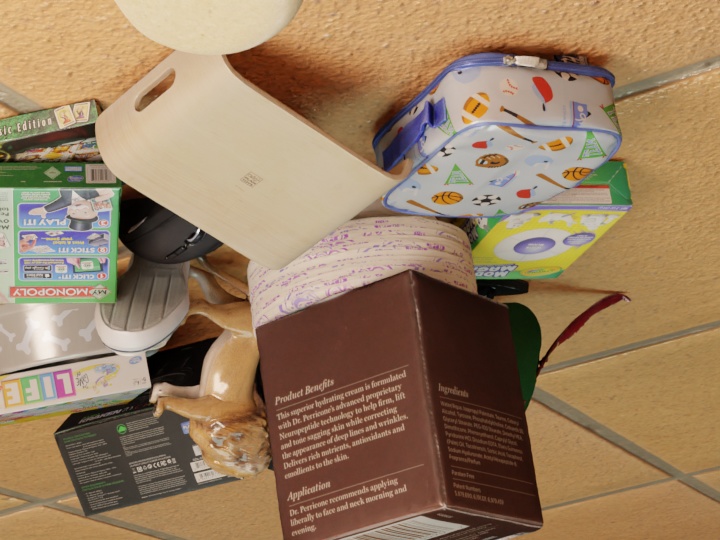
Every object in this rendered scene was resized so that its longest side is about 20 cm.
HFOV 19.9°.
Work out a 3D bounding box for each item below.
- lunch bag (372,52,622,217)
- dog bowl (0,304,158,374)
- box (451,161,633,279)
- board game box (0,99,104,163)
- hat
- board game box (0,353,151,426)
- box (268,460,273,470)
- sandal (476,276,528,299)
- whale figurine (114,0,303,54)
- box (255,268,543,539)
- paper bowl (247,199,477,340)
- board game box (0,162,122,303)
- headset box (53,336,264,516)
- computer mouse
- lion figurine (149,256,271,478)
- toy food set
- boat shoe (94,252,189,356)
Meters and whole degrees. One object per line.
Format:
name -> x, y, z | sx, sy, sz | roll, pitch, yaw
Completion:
lunch bag -> 0.101, -0.105, 1.588 | 0.159, 0.076, 0.200 | 4, 158, -23
dog bowl -> -0.272, 0.061, 1.861 | 0.198, 0.059, 0.200 | -11, 173, -1
box -> 0.149, -0.038, 1.828 | 0.116, 0.049, 0.200 | -1, 161, -18
board game box -> -0.281, -0.084, 1.576 | 0.198, 0.024, 0.105 | -11, 162, 7
hat -> 0.167, 0.051, 2.008 | 0.176, 0.166, 0.200 | -43, -169, 5
board game box -> -0.298, 0.114, 1.850 | 0.198, 0.035, 0.134 | -10, 173, -17
box -> -0.039, 0.111, 1.971 | 0.051, 0.159, 0.200 | 19, 165, -1
sandal -> 0.072, 0.034, 1.955 | 0.198, 0.046, 0.075 | -8, 164, 28
whale figurine -> -0.116, -0.216, 1.200 | 0.199, 0.105, 0.159 | 33, 143, -24
box -> 0.033, 0.130, 1.710 | 0.165, 0.202, 0.164 | -19, 158, 31
paper bowl -> 0.000, 0.000, 1.789 | 0.198, 0.105, 0.201 | -7, 159, -3
board game box -> -0.286, -0.027, 1.581 | 0.198, 0.029, 0.135 | 0, 140, -10
headset box -> -0.180, 0.144, 2.018 | 0.172, 0.094, 0.200 | -14, -165, 18
computer mouse -> -0.161, -0.040, 1.643 | 0.140, 0.047, 0.199 | 19, 164, -38
lion figurine -> -0.119, 0.085, 1.850 | 0.121, 0.202, 0.072 | 13, -172, -16
toy food set -> -0.078, -0.090, 1.512 | 0.199, 0.061, 0.143 | 31, 133, -31
boat shoe -> -0.174, 0.034, 1.706 | 0.073, 0.067, 0.200 | 9, -156, 6
